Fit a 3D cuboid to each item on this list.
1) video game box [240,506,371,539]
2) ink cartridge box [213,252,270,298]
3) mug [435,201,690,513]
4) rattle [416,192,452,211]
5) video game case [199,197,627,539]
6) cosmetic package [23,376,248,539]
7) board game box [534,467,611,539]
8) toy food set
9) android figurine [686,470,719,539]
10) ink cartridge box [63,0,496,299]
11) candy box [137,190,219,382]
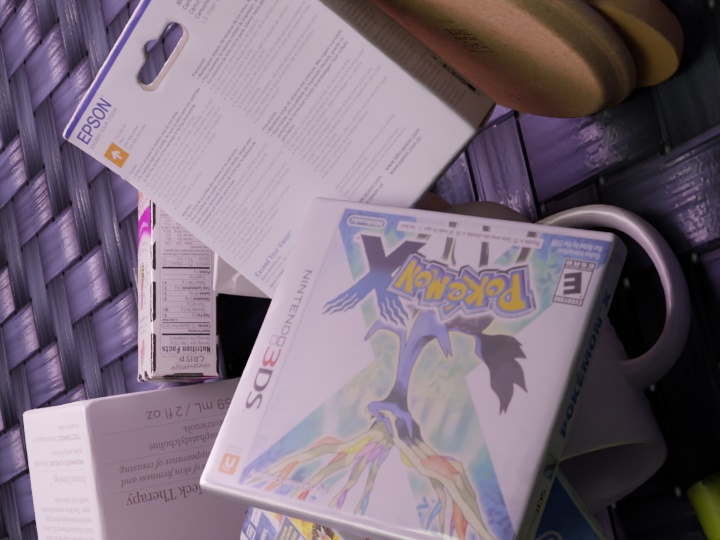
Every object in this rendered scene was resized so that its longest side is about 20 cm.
[{"bbox_3d":[0.005,0.194,0.978,0.182,0.047,0.200,45,157,12],"label":"video game box"},{"bbox_3d":[-0.074,-0.071,1.225,0.200,0.067,0.116,-99,15,-67],"label":"ink cartridge box"},{"bbox_3d":[0.100,0.043,0.938,0.199,0.147,0.177,-32,64,23],"label":"mug"},{"bbox_3d":[0.000,0.000,1.024,0.200,0.129,0.144,83,-156,-64],"label":"rattle"},{"bbox_3d":[0.025,0.053,0.855,0.199,0.022,0.184,9,68,34],"label":"video game case"},{"bbox_3d":[-0.183,0.207,1.407,0.166,0.166,0.202,-15,84,59],"label":"cosmetic package"},{"bbox_3d":[0.072,0.229,0.842,0.200,0.199,0.043,54,-172,-1],"label":"board game box"},{"bbox_3d":[0.070,-0.150,0.908,0.049,0.197,0.200,-63,20,-10],"label":"toy food set"},{"bbox_3d":[0.237,0.178,0.808,0.201,0.041,0.183,65,145,29],"label":"android figurine"},{"bbox_3d":[-0.053,-0.089,0.949,0.199,0.041,0.200,38,129,-4],"label":"ink cartridge box"},{"bbox_3d":[-0.157,-0.006,1.372,0.136,0.060,0.202,161,110,-77],"label":"candy box"}]
